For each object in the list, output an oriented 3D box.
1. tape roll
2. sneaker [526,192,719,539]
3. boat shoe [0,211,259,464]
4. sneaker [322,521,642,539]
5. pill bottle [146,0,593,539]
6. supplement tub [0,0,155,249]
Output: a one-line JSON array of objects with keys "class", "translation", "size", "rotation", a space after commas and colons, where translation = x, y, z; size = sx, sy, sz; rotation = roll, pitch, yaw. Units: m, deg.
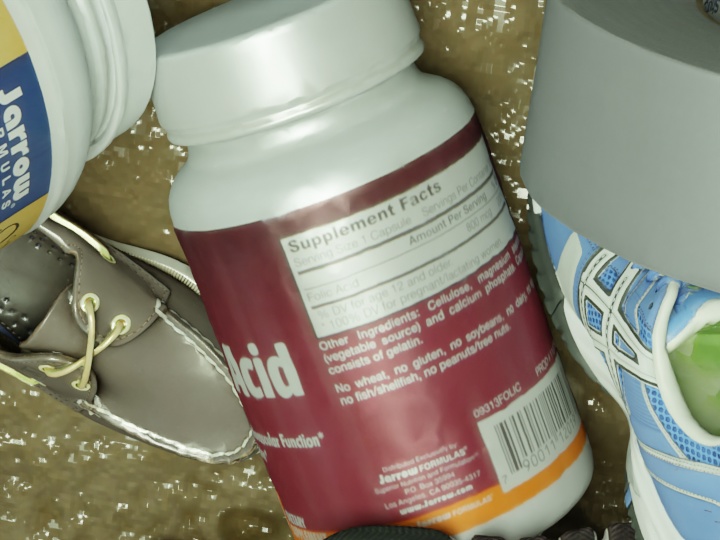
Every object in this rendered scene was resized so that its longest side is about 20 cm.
[{"class": "tape roll", "translation": [0.153, -0.046, 0.819], "size": [0.199, 0.200, 0.066], "rotation": [11, 110, 6]}, {"class": "sneaker", "translation": [0.112, 0.015, 0.862], "size": [0.075, 0.200, 0.077], "rotation": [-9, 142, -16]}, {"class": "boat shoe", "translation": [-0.115, 0.012, 0.955], "size": [0.200, 0.060, 0.072], "rotation": [38, 109, -4]}, {"class": "sneaker", "translation": [0.073, 0.145, 0.876], "size": [0.199, 0.076, 0.116], "rotation": [7, 137, 4]}, {"class": "pill bottle", "translation": [0.000, 0.000, 0.904], "size": [0.114, 0.114, 0.201], "rotation": [-17, 104, 14]}, {"class": "supplement tub", "translation": [-0.178, -0.052, 0.824], "size": [0.144, 0.200, 0.145], "rotation": [30, 139, 30]}]
